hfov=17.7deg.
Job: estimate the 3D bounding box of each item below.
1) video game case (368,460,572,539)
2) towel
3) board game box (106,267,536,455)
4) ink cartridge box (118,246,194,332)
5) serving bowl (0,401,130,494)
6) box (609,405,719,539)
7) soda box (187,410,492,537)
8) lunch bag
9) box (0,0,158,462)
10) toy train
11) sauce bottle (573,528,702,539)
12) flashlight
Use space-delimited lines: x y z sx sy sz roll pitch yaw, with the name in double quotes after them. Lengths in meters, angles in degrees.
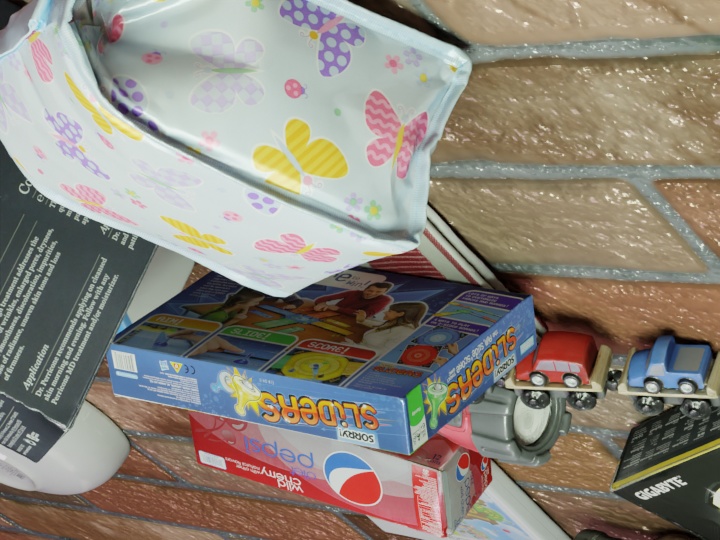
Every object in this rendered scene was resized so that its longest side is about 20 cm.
0.040 0.153 1.671 0.181 0.022 0.200 7 153 39 "video game case"
0.000 0.000 1.351 0.199 0.023 0.144 0 146 44 "towel"
-0.022 0.041 1.269 0.199 0.135 0.035 9 118 34 "board game box"
-0.217 -0.033 1.419 0.199 0.084 0.145 19 159 16 "ink cartridge box"
-0.296 0.137 1.947 0.199 0.066 0.200 21 160 8 "serving bowl"
0.256 0.127 1.334 0.159 0.050 0.200 27 159 -11 "box"
-0.014 0.111 1.539 0.199 0.070 0.064 15 131 26 "soda box"
-0.074 -0.081 1.093 0.199 0.128 0.169 21 164 -18 "lunch bag"
-0.203 -0.031 1.246 0.181 0.201 0.104 28 160 -9 "box"
0.115 0.054 1.295 0.198 0.034 0.046 2 133 24 "toy train"
0.232 0.213 1.543 0.199 0.065 0.065 8 154 36 "sauce bottle"
0.036 0.073 1.432 0.199 0.068 0.068 10 146 45 "flashlight"
